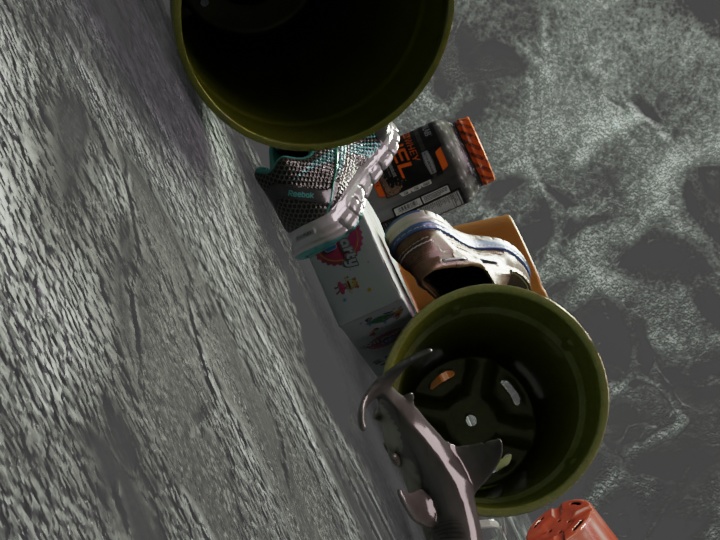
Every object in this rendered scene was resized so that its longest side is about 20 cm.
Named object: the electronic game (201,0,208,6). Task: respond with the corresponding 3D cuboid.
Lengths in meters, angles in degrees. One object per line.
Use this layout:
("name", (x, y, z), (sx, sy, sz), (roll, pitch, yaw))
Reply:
("electronic game", (-0.134, -0.274, 1.386), (0.200, 0.041, 0.201), (-24, 90, -85))

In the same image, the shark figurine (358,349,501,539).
("shark figurine", (0.062, 0.139, 1.203), (0.128, 0.089, 0.215), (-105, 173, -68))

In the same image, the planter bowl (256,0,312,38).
("planter bowl", (-0.011, -0.222, 1.328), (0.200, 0.083, 0.202), (3, 90, -70))

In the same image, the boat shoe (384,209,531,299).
("boat shoe", (0.098, 0.010, 1.461), (0.199, 0.072, 0.073), (19, 39, -46))

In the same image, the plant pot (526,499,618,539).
("plant pot", (0.427, 0.563, 3.023), (0.196, 0.200, 0.201), (56, 7, -15))

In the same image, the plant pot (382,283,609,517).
("plant pot", (0.112, 0.129, 1.433), (0.184, 0.199, 0.201), (101, -33, -77))

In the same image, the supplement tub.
("supplement tub", (0.076, -0.127, 2.152), (0.123, 0.199, 0.123), (-24, 90, -86))

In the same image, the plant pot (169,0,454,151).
("plant pot", (-0.059, -0.211, 1.140), (0.201, 0.200, 0.193), (64, -8, -28))

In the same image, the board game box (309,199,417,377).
("board game box", (0.000, 0.000, 1.429), (0.200, 0.064, 0.148), (59, 7, -70))

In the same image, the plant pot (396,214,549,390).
("plant pot", (0.097, 0.036, 1.624), (0.200, 0.182, 0.201), (-24, 90, -86))

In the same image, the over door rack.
("over door rack", (0.149, 0.292, 1.562), (0.200, 0.066, 0.148), (97, -24, -54))

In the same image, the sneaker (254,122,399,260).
("sneaker", (-0.029, -0.098, 1.271), (0.091, 0.077, 0.200), (53, 29, -20))
